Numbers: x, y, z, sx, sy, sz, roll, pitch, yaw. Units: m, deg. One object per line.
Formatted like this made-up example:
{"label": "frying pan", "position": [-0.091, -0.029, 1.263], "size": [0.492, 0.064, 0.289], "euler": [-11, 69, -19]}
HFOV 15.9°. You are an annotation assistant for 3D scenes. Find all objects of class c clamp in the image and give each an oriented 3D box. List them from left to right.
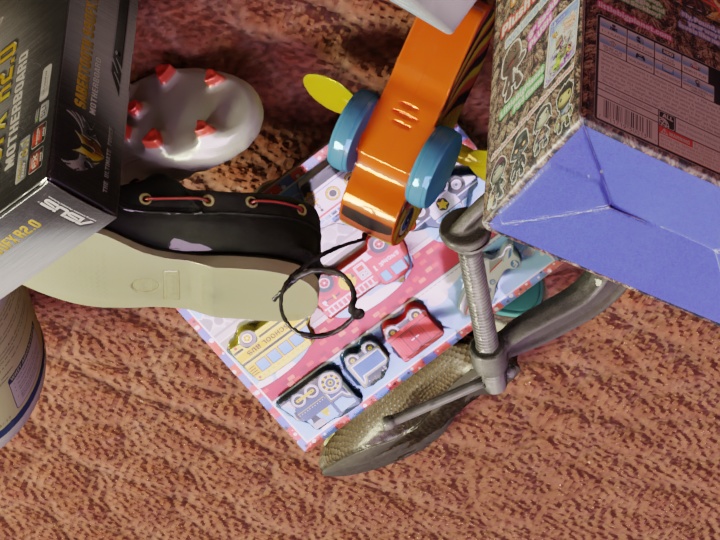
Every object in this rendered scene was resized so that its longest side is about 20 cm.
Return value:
{"label": "c clamp", "position": [0.087, 0.006, 1.436], "size": [0.171, 0.027, 0.200], "euler": [-23, 145, -13]}

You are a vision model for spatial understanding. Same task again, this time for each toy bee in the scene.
{"label": "toy bee", "position": [0.014, -0.062, 1.449], "size": [0.200, 0.131, 0.109], "euler": [-43, 170, 3]}

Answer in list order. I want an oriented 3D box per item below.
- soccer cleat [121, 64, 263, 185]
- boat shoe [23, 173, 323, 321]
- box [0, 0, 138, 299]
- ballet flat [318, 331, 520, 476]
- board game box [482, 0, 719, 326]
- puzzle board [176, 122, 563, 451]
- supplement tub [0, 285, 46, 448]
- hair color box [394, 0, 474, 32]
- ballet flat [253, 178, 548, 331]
{"label": "soccer cleat", "position": [-0.133, -0.069, 1.514], "size": [0.200, 0.069, 0.078], "euler": [-12, 143, 30]}
{"label": "boat shoe", "position": [-0.120, -0.018, 1.465], "size": [0.201, 0.063, 0.074], "euler": [7, 148, -7]}
{"label": "box", "position": [-0.189, -0.082, 1.395], "size": [0.048, 0.200, 0.158], "euler": [31, 135, -32]}
{"label": "ballet flat", "position": [0.034, 0.084, 1.695], "size": [0.067, 0.046, 0.200], "euler": [-7, 158, -37]}
{"label": "board game box", "position": [0.157, -0.095, 1.337], "size": [0.159, 0.200, 0.097], "euler": [23, 138, -19]}
{"label": "puzzle board", "position": [0.000, 0.000, 1.526], "size": [0.200, 0.017, 0.151], "euler": [-37, 113, 9]}
{"label": "supplement tub", "position": [-0.272, 0.021, 1.547], "size": [0.145, 0.145, 0.200], "euler": [2, 151, 4]}
{"label": "hair color box", "position": [-0.001, -0.213, 1.265], "size": [0.200, 0.061, 0.099], "euler": [36, 91, -42]}
{"label": "ballet flat", "position": [0.017, 0.000, 1.579], "size": [0.200, 0.068, 0.062], "euler": [20, 160, -15]}
